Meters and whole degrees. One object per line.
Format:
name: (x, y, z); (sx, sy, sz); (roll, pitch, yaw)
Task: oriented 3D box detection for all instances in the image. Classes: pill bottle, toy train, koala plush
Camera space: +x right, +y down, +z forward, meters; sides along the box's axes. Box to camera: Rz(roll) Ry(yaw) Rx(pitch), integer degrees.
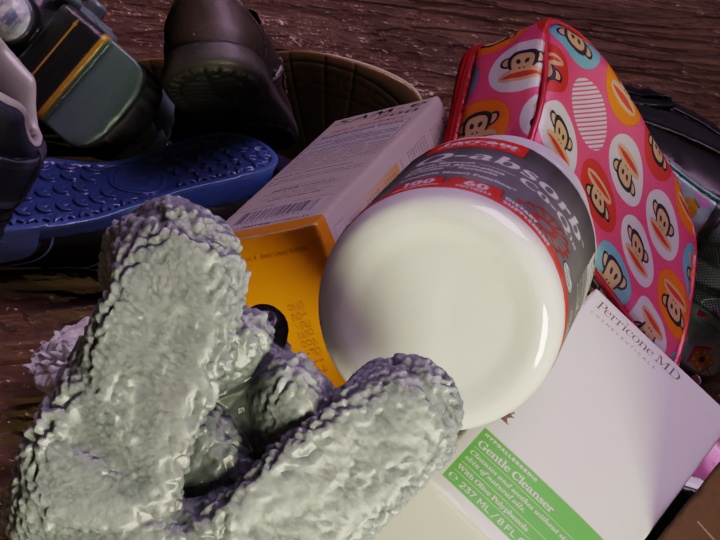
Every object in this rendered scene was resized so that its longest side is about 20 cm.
pill bottle: (0.055, -0.003, 1.153); (0.116, 0.116, 0.200); (34, 18, 2)
toy train: (-0.161, -0.110, 1.334); (0.114, 0.085, 0.200); (42, -1, 7)
koala plush: (-0.079, 0.074, 1.054); (0.177, 0.184, 0.200); (35, 0, -11)

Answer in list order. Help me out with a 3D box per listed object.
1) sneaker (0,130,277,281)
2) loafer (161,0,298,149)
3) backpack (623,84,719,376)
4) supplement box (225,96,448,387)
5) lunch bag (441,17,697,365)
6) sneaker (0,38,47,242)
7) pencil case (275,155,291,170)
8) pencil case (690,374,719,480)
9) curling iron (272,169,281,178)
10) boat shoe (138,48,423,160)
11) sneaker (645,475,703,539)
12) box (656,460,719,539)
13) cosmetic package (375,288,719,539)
sneaker: (-0.133, -0.018, 1.254); (0.200, 0.078, 0.070); (-11, 37, -31)
loafer: (-0.071, -0.114, 1.299); (0.073, 0.071, 0.200); (-1, -11, -2)
backpack: (0.221, -0.034, 1.659); (0.200, 0.153, 0.176); (41, 19, -8)
supplement box: (0.000, 0.000, 1.272); (0.200, 0.073, 0.126); (-46, 121, -59)
lunch bag: (0.121, -0.025, 1.340); (0.200, 0.082, 0.176); (53, 33, -33)
sneaker: (-0.247, -0.074, 1.103); (0.202, 0.146, 0.077); (26, 24, -15)
pencil case: (0.021, -0.067, 1.543); (0.200, 0.088, 0.088); (25, 23, -15)
pencil case: (0.225, 0.136, 1.409); (0.200, 0.087, 0.083); (42, -7, 20)
curling iron: (-0.014, -0.052, 1.477); (0.200, 0.026, 0.050); (8, 17, -18)
boat shoe: (-0.052, -0.107, 1.435); (0.200, 0.073, 0.065); (8, 18, 14)
sneaker: (0.150, 0.121, 1.342); (0.200, 0.074, 0.089); (29, 24, -13)
box: (0.240, 0.185, 1.163); (0.166, 0.200, 0.164); (4, 36, -51)
cosmetic package: (0.094, 0.109, 1.189); (0.108, 0.085, 0.200); (42, 42, 3)
